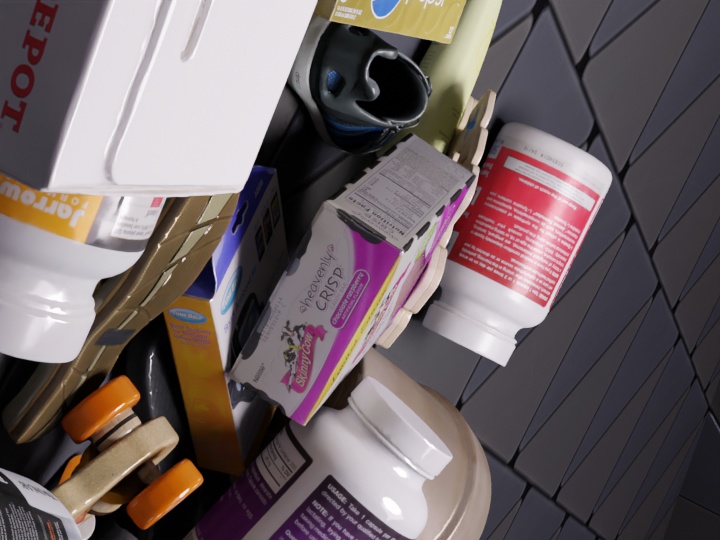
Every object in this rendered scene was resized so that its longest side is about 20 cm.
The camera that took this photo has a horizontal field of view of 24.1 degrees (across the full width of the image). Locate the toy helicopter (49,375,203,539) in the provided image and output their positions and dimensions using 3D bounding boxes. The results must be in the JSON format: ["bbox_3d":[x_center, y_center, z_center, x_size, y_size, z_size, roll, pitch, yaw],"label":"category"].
[{"bbox_3d":[-0.190,0.153,0.984,0.200,0.079,0.132,-38,177,-20],"label":"toy helicopter"}]

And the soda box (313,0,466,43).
[{"bbox_3d":[0.008,-0.192,1.067,0.200,0.064,0.068,-9,122,-66],"label":"soda box"}]

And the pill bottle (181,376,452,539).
[{"bbox_3d":[-0.035,0.168,1.092,0.200,0.112,0.112,-47,160,3],"label":"pill bottle"}]

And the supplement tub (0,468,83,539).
[{"bbox_3d":[-0.222,0.144,0.815,0.123,0.122,0.200,-61,160,-8],"label":"supplement tub"}]

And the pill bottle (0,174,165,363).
[{"bbox_3d":[-0.139,-0.067,0.782,0.201,0.116,0.116,-67,160,7],"label":"pill bottle"}]

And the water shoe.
[{"bbox_3d":[0.010,-0.113,1.143,0.072,0.079,0.200,-63,160,-1],"label":"water shoe"}]

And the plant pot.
[{"bbox_3d":[-0.023,0.133,1.241,0.200,0.199,0.174,-55,141,-22],"label":"plant pot"}]

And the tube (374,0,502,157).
[{"bbox_3d":[0.075,-0.167,1.286,0.052,0.058,0.201,30,81,-36],"label":"tube"}]

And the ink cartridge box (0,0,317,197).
[{"bbox_3d":[-0.127,-0.131,0.611,0.144,0.199,0.148,-7,121,-66],"label":"ink cartridge box"}]

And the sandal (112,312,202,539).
[{"bbox_3d":[-0.139,0.119,1.113,0.075,0.048,0.202,-38,134,-59],"label":"sandal"}]

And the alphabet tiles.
[{"bbox_3d":[0.052,-0.039,1.276,0.196,0.015,0.201,-54,-164,47],"label":"alphabet tiles"}]

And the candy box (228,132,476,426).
[{"bbox_3d":[0.000,0.000,1.096,0.137,0.061,0.200,-61,173,23],"label":"candy box"}]

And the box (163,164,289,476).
[{"bbox_3d":[-0.082,0.025,1.086,0.201,0.041,0.119,82,23,-45],"label":"box"}]

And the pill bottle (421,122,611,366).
[{"bbox_3d":[0.136,-0.022,1.513,0.201,0.112,0.112,-64,160,-1],"label":"pill bottle"}]

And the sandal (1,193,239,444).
[{"bbox_3d":[-0.145,0.010,0.959,0.200,0.054,0.080,-50,167,4],"label":"sandal"}]
